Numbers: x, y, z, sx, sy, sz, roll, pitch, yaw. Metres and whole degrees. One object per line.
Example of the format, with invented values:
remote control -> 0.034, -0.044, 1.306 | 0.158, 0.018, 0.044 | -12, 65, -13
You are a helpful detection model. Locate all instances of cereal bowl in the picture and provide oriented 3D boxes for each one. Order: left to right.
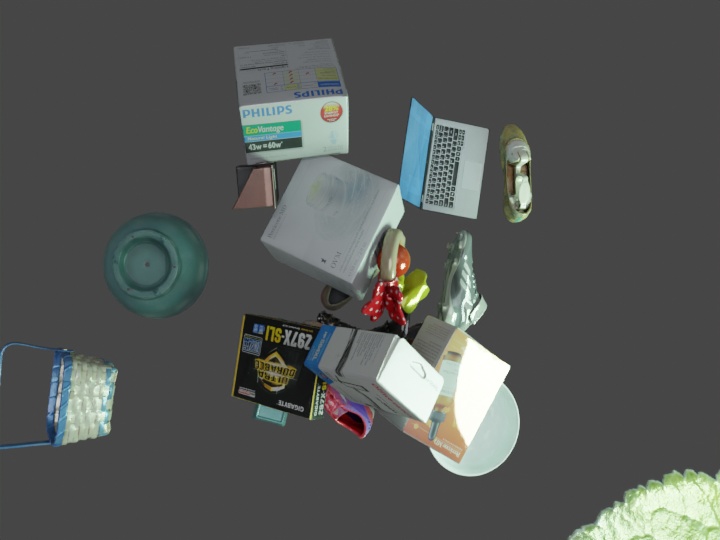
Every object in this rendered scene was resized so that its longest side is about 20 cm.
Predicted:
cereal bowl -> 0.214, 0.301, 1.297 | 0.193, 0.083, 0.207 | 0, 89, -9

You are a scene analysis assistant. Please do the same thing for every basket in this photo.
basket -> -0.548, 0.228, 1.153 | 0.196, 0.137, 0.182 | 12, 87, -38

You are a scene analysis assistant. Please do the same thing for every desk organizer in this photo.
desk organizer -> -0.192, -0.158, 1.183 | 0.074, 0.200, 0.074 | -4, 102, -5

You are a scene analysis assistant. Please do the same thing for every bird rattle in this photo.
bird rattle -> 0.052, 0.008, 1.177 | 0.109, 0.199, 0.169 | 2, 92, 21

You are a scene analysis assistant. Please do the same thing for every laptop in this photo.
laptop -> 0.169, -0.217, 1.280 | 0.194, 0.116, 0.194 | 9, 89, -8

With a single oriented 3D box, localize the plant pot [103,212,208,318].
plant pot -> -0.386, -0.011, 1.191 | 0.194, 0.134, 0.207 | 0, 89, -8

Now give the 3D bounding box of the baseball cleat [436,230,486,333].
baseball cleat -> 0.214, 0.026, 1.316 | 0.103, 0.070, 0.206 | 12, 97, -14

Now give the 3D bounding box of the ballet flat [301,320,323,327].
ballet flat -> -0.043, 0.177, 1.220 | 0.199, 0.067, 0.068 | 43, 112, -7

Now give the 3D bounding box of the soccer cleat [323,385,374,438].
soccer cleat -> -0.055, 0.247, 1.254 | 0.199, 0.074, 0.068 | 40, 112, -10

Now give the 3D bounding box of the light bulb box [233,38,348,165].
light bulb box -> -0.129, -0.314, 1.186 | 0.192, 0.127, 0.204 | -7, 48, -7

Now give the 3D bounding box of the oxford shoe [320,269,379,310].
oxford shoe -> 0.000, 0.000, 1.274 | 0.070, 0.075, 0.202 | 38, 85, -6

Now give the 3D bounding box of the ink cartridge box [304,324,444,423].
ink cartridge box -> 0.021, 0.171, 1.091 | 0.146, 0.197, 0.086 | 43, 66, -32

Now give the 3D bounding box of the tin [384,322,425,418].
tin -> 0.106, 0.204, 1.274 | 0.042, 0.111, 0.204 | 31, 85, -44

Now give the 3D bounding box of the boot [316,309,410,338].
boot -> -0.007, 0.126, 1.264 | 0.171, 0.069, 0.204 | 28, 102, -5

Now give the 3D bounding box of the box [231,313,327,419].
box -> -0.147, 0.176, 1.210 | 0.195, 0.049, 0.165 | 8, 86, 33

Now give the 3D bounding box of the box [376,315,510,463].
box -> 0.151, 0.215, 1.175 | 0.151, 0.106, 0.204 | 32, 84, -26

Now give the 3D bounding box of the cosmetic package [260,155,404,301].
cosmetic package -> -0.049, -0.087, 1.203 | 0.196, 0.123, 0.203 | 23, 78, 16

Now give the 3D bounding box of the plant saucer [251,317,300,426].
plant saucer -> -0.158, 0.203, 1.280 | 0.068, 0.019, 0.206 | 15, 86, -8

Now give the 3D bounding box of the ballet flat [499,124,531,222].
ballet flat -> 0.325, -0.204, 1.327 | 0.068, 0.071, 0.207 | -1, 89, -8
